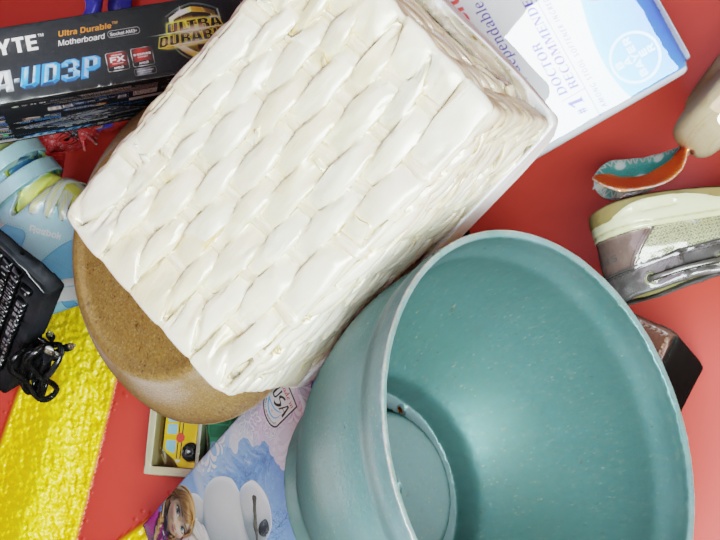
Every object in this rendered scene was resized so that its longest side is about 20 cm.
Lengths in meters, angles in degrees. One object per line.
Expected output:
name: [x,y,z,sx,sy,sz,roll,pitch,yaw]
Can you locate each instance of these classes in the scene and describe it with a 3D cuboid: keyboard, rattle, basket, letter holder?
keyboard: [-0.242,0.041,0.842,0.104,0.200,0.040,37,59,-3]
rattle: [0.243,-0.079,0.728,0.143,0.130,0.200,42,74,-15]
basket: [-0.023,-0.047,0.613,0.136,0.123,0.200,46,105,9]
letter holder: [0.087,0.106,0.745,0.141,0.100,0.201,26,88,27]

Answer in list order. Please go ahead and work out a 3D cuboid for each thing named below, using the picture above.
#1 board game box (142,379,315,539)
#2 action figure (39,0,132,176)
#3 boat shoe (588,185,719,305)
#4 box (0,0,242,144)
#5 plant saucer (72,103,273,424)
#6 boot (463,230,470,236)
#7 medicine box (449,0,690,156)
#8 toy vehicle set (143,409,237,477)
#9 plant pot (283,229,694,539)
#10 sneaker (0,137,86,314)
board game box: [-0.043,0.190,0.747,0.199,0.043,0.201,-48,54,37]
action figure: [-0.180,-0.150,0.930,0.098,0.065,0.201,19,85,33]
boat shoe: [0.231,-0.015,0.720,0.199,0.072,0.067,-5,82,0]
box: [-0.172,-0.121,0.794,0.198,0.159,0.046,-12,91,-11]
plant saucer: [-0.110,-0.009,0.749,0.199,0.035,0.202,0,90,38]
boot: [0.000,0.000,0.743,0.173,0.069,0.201,-9,111,51]
medicine box: [0.066,-0.152,0.776,0.199,0.103,0.183,-30,96,12]
toy vehicle set: [-0.077,0.042,0.865,0.123,0.026,0.202,-1,77,22]
plant pot: [0.046,0.097,0.620,0.134,0.199,0.202,-25,66,46]
sneaker: [-0.201,-0.045,0.864,0.199,0.079,0.131,-17,101,32]
